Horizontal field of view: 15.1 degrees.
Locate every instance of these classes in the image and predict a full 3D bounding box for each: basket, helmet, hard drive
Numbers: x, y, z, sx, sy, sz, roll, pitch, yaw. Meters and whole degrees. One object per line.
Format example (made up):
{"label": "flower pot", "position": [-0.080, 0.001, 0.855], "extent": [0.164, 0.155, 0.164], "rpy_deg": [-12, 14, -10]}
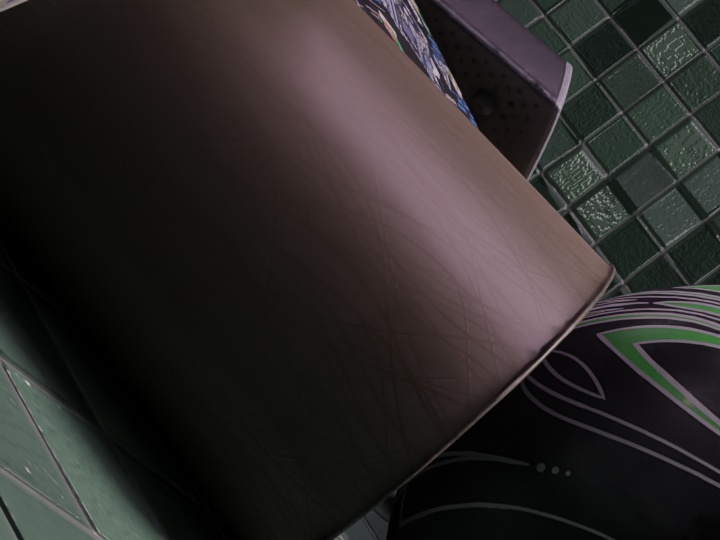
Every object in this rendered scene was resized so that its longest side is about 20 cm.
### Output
{"label": "basket", "position": [-0.042, -0.032, 0.788], "extent": [0.200, 0.136, 0.180], "rpy_deg": [49, 3, 0]}
{"label": "helmet", "position": [0.105, 0.098, 0.849], "extent": [0.191, 0.200, 0.200], "rpy_deg": [56, 5, 9]}
{"label": "hard drive", "position": [0.013, -0.060, 1.208], "extent": [0.135, 0.042, 0.200], "rpy_deg": [41, -39, 8]}

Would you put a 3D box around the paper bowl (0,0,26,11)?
{"label": "paper bowl", "position": [-0.120, -0.149, 0.597], "extent": [0.201, 0.201, 0.104], "rpy_deg": [52, -31, -12]}

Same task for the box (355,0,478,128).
{"label": "box", "position": [-0.011, -0.096, 1.001], "extent": [0.199, 0.050, 0.200], "rpy_deg": [65, 9, 8]}
